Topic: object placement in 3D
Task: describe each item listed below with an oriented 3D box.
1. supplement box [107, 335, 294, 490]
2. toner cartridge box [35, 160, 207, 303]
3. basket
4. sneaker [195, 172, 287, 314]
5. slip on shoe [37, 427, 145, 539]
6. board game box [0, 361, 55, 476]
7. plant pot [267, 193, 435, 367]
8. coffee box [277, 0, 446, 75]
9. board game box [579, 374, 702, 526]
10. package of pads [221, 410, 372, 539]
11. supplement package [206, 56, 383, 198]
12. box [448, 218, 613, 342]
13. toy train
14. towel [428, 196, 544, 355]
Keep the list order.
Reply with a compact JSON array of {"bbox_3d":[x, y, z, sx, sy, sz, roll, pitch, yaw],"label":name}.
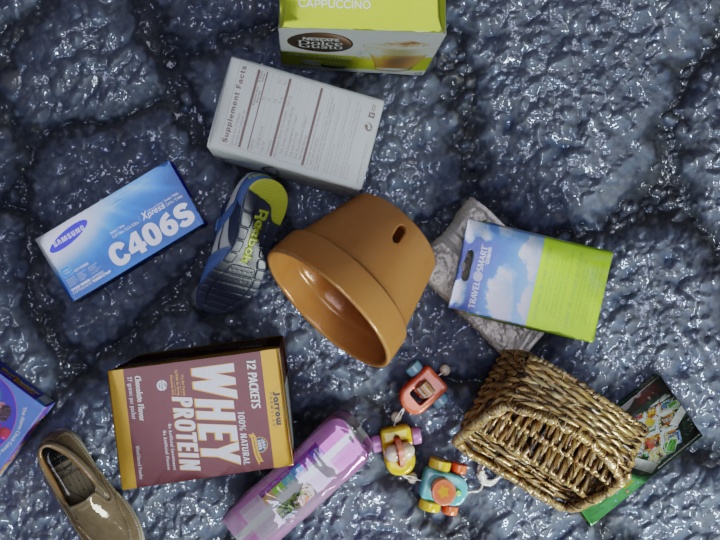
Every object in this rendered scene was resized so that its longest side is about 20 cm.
[{"bbox_3d":[-0.183,0.164,1.057,0.193,0.200,0.135,-7,90,-4],"label":"supplement box"},{"bbox_3d":[-0.307,-0.050,1.126,0.198,0.043,0.096,-32,91,-3],"label":"toner cartridge box"},{"bbox_3d":[0.240,0.211,1.088,0.198,0.143,0.150,33,82,-7],"label":"basket"},{"bbox_3d":[-0.157,-0.037,1.129,0.073,0.082,0.202,20,107,-31],"label":"sneaker"},{"bbox_3d":[-0.348,0.296,1.114,0.075,0.061,0.202,-29,92,-4],"label":"slip on shoe"},{"bbox_3d":[-0.509,0.213,1.110,0.134,0.045,0.201,37,87,-3],"label":"board game box"},{"bbox_3d":[0.000,0.000,1.086,0.200,0.200,0.140,43,71,-3],"label":"plant pot"},{"bbox_3d":[-0.003,-0.367,1.072,0.196,0.198,0.204,1,90,-4],"label":"coffee box"},{"bbox_3d":[0.359,0.244,1.186,0.199,0.023,0.105,-37,93,-4],"label":"board game box"},{"bbox_3d":[-0.074,0.266,1.099,0.200,0.121,0.076,-43,81,0],"label":"package of pads"},{"bbox_3d":[-0.082,-0.178,1.106,0.197,0.117,0.119,15,89,-4],"label":"supplement package"},{"bbox_3d":[0.217,0.012,1.129,0.196,0.048,0.124,13,90,-4],"label":"box"},{"bbox_3d":[0.100,0.229,1.151,0.149,0.056,0.201,-37,92,-3],"label":"toy train"},{"bbox_3d":[0.179,0.016,1.167,0.200,0.034,0.133,42,86,-3],"label":"towel"}]
